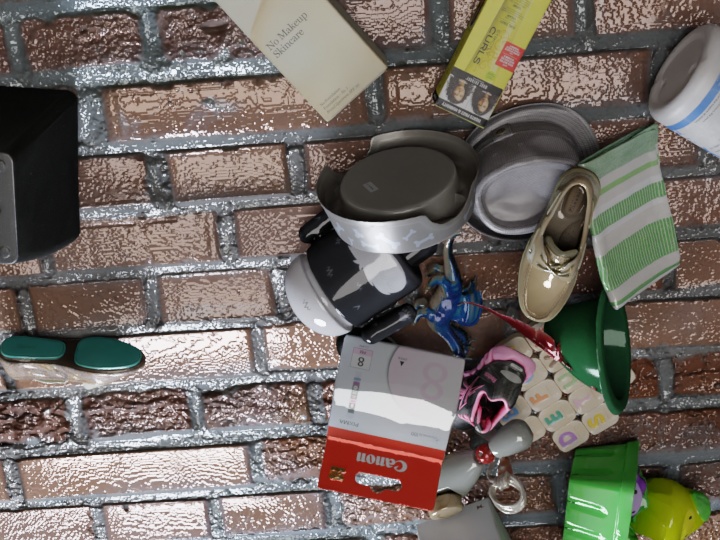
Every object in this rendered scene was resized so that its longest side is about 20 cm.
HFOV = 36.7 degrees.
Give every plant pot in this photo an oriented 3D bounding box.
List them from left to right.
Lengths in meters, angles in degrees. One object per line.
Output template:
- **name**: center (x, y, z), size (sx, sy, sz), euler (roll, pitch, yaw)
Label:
- **plant pot**: center (-0.458, -0.104, 1.303), size (0.198, 0.178, 0.201), euler (4, 113, -2)

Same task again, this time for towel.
- **towel**: center (0.344, -0.068, 1.372), size (0.152, 0.023, 0.201), euler (-29, 115, -32)

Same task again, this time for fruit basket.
- **fruit basket**: center (0.392, 0.351, 1.531), size (0.215, 0.156, 0.217), euler (6, 113, 15)

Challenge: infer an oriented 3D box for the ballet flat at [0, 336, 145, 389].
- **ballet flat**: center (-0.387, 0.127, 1.466), size (0.199, 0.068, 0.067), euler (7, 131, 2)

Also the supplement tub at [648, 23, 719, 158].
- **supplement tub**: center (0.464, -0.195, 1.310), size (0.199, 0.132, 0.132), euler (28, 109, -11)

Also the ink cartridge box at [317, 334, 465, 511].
- **ink cartridge box**: center (0.039, 0.197, 1.406), size (0.162, 0.057, 0.201), euler (11, 77, 3)

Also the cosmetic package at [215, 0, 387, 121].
- **cosmetic package**: center (-0.070, -0.289, 1.293), size (0.103, 0.073, 0.200), euler (-41, 108, 14)

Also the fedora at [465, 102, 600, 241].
- **fedora**: center (0.213, -0.111, 1.359), size (0.199, 0.090, 0.178), euler (-14, 112, 4)

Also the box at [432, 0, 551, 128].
- **box**: center (0.163, -0.279, 1.312), size (0.075, 0.050, 0.201), euler (25, 109, -10)

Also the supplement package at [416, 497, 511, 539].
- **supplement package**: center (0.174, 0.443, 1.546), size (0.117, 0.117, 0.200), euler (-22, 125, 8)

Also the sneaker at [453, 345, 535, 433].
- **sneaker**: center (0.158, 0.179, 1.440), size (0.079, 0.096, 0.200), euler (24, 145, -7)

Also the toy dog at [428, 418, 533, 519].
- **toy dog**: center (0.164, 0.275, 1.510), size (0.199, 0.096, 0.133), euler (-13, 73, 34)

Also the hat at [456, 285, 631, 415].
- **hat**: center (0.254, 0.095, 1.446), size (0.175, 0.166, 0.201), euler (-4, 112, 26)

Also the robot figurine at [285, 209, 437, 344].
- **robot figurine**: center (0.000, -0.001, 1.385), size (0.200, 0.151, 0.125), euler (-34, 134, 11)

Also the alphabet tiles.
- **alphabet tiles**: center (0.275, 0.159, 1.511), size (0.195, 0.015, 0.200), euler (-32, 110, 11)

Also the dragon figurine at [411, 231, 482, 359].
- **dragon figurine**: center (0.128, 0.038, 1.435), size (0.099, 0.059, 0.201), euler (16, 111, -7)

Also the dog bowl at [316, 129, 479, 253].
- **dog bowl**: center (0.048, -0.094, 1.313), size (0.199, 0.200, 0.059), euler (-11, 126, 3)

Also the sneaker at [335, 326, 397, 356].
- **sneaker**: center (0.044, 0.158, 1.465), size (0.070, 0.090, 0.200), euler (-38, 108, 13)

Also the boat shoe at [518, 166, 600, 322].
- **boat shoe**: center (0.236, -0.024, 1.304), size (0.072, 0.065, 0.201), euler (21, 112, 9)
